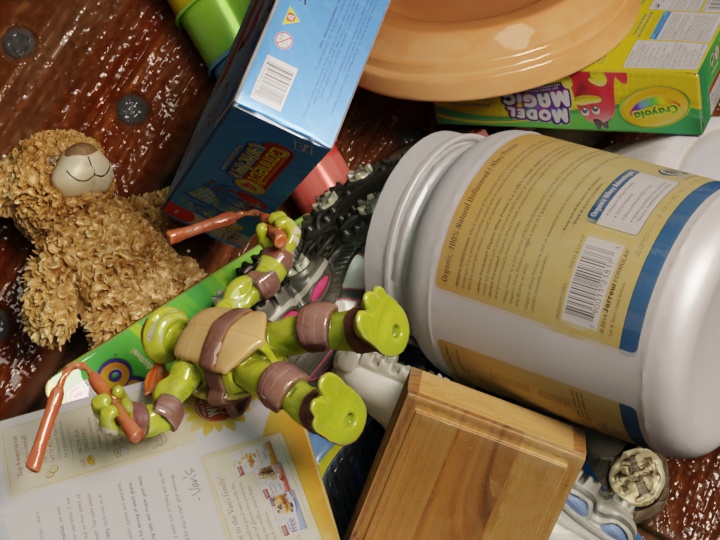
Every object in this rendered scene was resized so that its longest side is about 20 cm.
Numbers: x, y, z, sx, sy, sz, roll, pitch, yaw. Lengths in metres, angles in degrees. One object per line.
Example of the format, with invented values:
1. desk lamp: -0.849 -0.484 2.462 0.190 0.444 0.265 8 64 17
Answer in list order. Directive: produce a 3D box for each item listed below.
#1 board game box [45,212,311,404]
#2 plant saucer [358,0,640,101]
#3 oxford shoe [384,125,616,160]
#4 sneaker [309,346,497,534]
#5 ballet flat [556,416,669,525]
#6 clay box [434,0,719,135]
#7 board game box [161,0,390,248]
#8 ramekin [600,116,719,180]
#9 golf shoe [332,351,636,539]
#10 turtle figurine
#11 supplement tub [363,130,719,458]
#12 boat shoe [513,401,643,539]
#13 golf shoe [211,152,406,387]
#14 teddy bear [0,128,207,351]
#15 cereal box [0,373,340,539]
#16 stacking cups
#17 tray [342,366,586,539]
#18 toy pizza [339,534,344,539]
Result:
1. board game box: -0.083 0.056 0.965 0.200 0.030 0.096 -34 95 -32
2. plant saucer: 0.075 -0.171 1.049 0.199 0.038 0.201 -9 34 6
3. oxford shoe: 0.108 -0.071 1.088 0.199 0.070 0.075 -22 105 -21
4. sneaker: 0.011 0.083 1.004 0.200 0.078 0.066 -37 123 -37
5. ballet flat: 0.139 0.065 1.050 0.067 0.046 0.201 -20 78 -18
6. clay box: 0.131 -0.136 1.054 0.199 0.048 0.115 4 36 26
7. board game box: -0.034 -0.133 0.935 0.056 0.196 0.201 25 71 -10
8. ramekin: 0.219 0.000 1.033 0.199 0.105 0.202 11 67 -28
9. golf shoe: 0.055 0.120 0.923 0.200 0.078 0.097 36 88 -6
10. turtle figurine: -0.064 0.048 0.842 0.200 0.161 0.065 -49 132 -35
11. supplement tub: 0.116 0.005 0.900 0.199 0.145 0.145 19 63 33
12. boat shoe: 0.134 0.174 1.003 0.084 0.069 0.201 -15 73 -19
13. golf shoe: 0.000 0.000 0.977 0.200 0.077 0.088 -41 116 -24
14. teddy bear: -0.142 -0.001 0.991 0.144 0.067 0.201 -13 77 -20
15. cereal box: -0.118 0.127 0.853 0.199 0.040 0.144 -15 51 -5
16. stacking cups: -0.066 -0.120 1.061 0.060 0.060 0.201 -28 86 -20
17. tray: 0.038 0.161 0.895 0.098 0.037 0.201 20 111 -2
18. toy pizza: 0.010 0.235 0.968 0.199 0.032 0.202 3 72 -8
